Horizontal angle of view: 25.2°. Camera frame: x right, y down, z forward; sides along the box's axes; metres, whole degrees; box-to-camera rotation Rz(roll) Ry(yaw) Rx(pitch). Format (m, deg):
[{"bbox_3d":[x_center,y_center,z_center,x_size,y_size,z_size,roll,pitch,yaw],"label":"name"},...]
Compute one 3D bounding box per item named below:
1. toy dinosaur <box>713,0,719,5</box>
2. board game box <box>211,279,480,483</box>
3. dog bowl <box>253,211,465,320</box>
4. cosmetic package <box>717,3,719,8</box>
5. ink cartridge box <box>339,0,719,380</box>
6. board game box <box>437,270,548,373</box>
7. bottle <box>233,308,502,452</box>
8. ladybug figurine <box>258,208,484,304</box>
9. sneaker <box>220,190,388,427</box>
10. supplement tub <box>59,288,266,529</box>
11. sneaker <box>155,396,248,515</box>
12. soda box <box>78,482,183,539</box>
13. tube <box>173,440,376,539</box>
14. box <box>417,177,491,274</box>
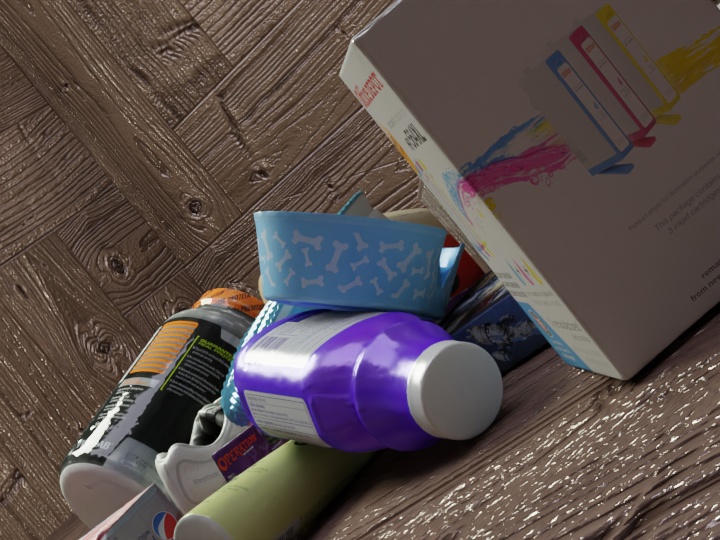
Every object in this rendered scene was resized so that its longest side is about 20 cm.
[{"bbox_3d":[0.170,-0.123,0.919,0.199,0.086,0.136,-35,-4,1],"label":"toy dinosaur"},{"bbox_3d":[0.002,0.071,1.067,0.120,0.032,0.199,-44,-10,38],"label":"board game box"},{"bbox_3d":[0.000,0.000,0.956,0.110,0.050,0.200,5,-4,10],"label":"dog bowl"},{"bbox_3d":[0.250,-0.141,0.746,0.200,0.085,0.108,-40,3,2],"label":"cosmetic package"},{"bbox_3d":[0.084,-0.072,0.691,0.125,0.200,0.129,-40,2,-3],"label":"ink cartridge box"},{"bbox_3d":[0.110,0.003,0.908,0.200,0.035,0.135,-39,3,43],"label":"board game box"},{"bbox_3d":[0.004,0.058,0.854,0.083,0.066,0.199,-26,11,-26],"label":"bottle"},{"bbox_3d":[0.016,0.010,1.295,0.198,0.073,0.136,-17,-27,13],"label":"ladybug figurine"},{"bbox_3d":[-0.023,0.035,1.105,0.200,0.081,0.076,-54,8,-34],"label":"sneaker"},{"bbox_3d":[-0.134,0.116,1.257,0.122,0.122,0.201,-37,16,53],"label":"supplement tub"},{"bbox_3d":[-0.071,0.116,1.184,0.075,0.081,0.200,-40,0,44],"label":"sneaker"},{"bbox_3d":[-0.178,0.218,1.089,0.063,0.070,0.200,-41,2,-41],"label":"soda box"},{"bbox_3d":[-0.029,0.115,0.939,0.058,0.052,0.200,15,31,31],"label":"tube"},{"bbox_3d":[0.098,-0.058,1.093,0.075,0.100,0.200,-40,-9,-8],"label":"box"}]
